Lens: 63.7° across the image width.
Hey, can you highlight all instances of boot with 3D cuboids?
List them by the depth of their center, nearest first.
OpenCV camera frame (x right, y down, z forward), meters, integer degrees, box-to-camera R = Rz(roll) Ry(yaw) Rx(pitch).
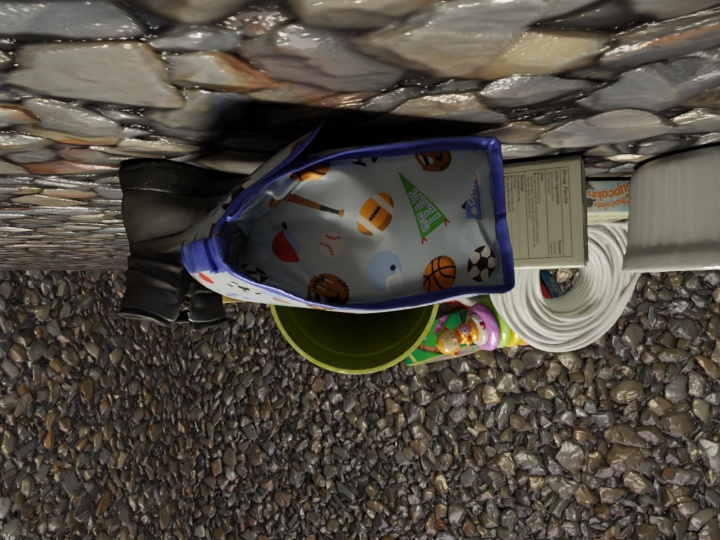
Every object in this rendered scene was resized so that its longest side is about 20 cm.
[{"bbox_3d":[-0.129,-0.016,0.522,0.069,0.135,0.198,-4,178,40],"label":"boot"}]

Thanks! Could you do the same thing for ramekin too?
[{"bbox_3d":[0.338,-0.051,0.515,0.196,0.100,0.200,-2,180,0],"label":"ramekin"}]

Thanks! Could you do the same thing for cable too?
[{"bbox_3d":[0.267,0.005,0.769,0.197,0.203,0.069,17,-168,-13],"label":"cable"}]

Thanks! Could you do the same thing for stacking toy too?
[{"bbox_3d":[0.195,0.075,0.851,0.197,0.118,0.110,-18,165,-22],"label":"stacking toy"}]

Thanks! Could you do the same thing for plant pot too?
[{"bbox_3d":[0.000,0.000,0.743,0.196,0.205,0.193,-2,-169,6],"label":"plant pot"}]

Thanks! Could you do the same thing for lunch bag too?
[{"bbox_3d":[-0.022,-0.029,0.412,0.196,0.127,0.169,-10,-177,-22],"label":"lunch bag"}]

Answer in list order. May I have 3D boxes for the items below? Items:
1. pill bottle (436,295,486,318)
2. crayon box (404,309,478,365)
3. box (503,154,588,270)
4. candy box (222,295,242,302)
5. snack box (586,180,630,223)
[{"bbox_3d":[0.120,0.031,0.985,0.112,0.116,0.199,-1,161,-34],"label":"pill bottle"},{"bbox_3d":[0.166,0.110,0.979,0.118,0.059,0.199,-24,164,31],"label":"crayon box"},{"bbox_3d":[0.107,-0.045,0.542,0.196,0.097,0.077,-1,180,23],"label":"box"},{"bbox_3d":[-0.130,-0.019,0.806,0.056,0.119,0.198,-2,179,36],"label":"candy box"},{"bbox_3d":[0.217,-0.074,0.651,0.196,0.038,0.116,-2,179,-8],"label":"snack box"}]
